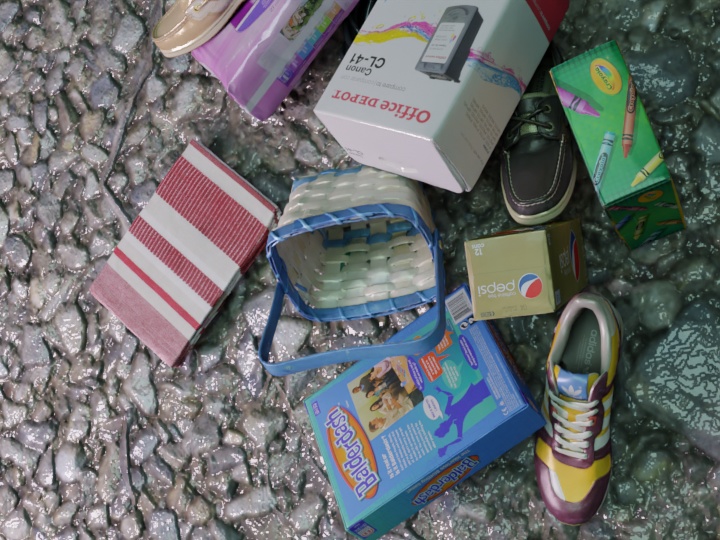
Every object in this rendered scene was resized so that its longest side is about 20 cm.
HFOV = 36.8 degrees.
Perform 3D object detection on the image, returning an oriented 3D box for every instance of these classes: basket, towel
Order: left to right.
[{"bbox_3d":[-0.185,-0.019,1.144,0.143,0.023,0.201,38,95,23],"label":"towel"},{"bbox_3d":[0.000,0.000,0.995,0.173,0.140,0.202,-8,44,20],"label":"basket"}]

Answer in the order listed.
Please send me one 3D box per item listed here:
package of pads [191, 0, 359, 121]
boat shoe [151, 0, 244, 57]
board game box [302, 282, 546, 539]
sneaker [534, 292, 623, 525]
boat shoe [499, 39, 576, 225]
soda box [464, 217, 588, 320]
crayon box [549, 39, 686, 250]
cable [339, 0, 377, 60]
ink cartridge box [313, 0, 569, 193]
[{"bbox_3d":[-0.079,-0.263,1.099,0.201,0.075,0.121,-52,42,7],"label":"package of pads"},{"bbox_3d":[-0.148,-0.291,1.076,0.199,0.069,0.075,-33,43,28],"label":"boat shoe"},{"bbox_3d":[0.052,0.129,0.991,0.199,0.045,0.153,-36,46,13],"label":"board game box"},{"bbox_3d":[0.186,0.120,0.946,0.074,0.090,0.204,3,83,21],"label":"sneaker"},{"bbox_3d":[0.153,-0.133,0.967,0.071,0.066,0.203,-8,49,24],"label":"boat shoe"},{"bbox_3d":[0.145,-0.005,0.918,0.066,0.200,0.065,-7,92,20],"label":"soda box"},{"bbox_3d":[0.220,-0.097,0.906,0.057,0.200,0.121,-22,74,16],"label":"crayon box"},{"bbox_3d":[0.069,-0.236,1.067,0.199,0.051,0.165,36,96,23],"label":"cable"},{"bbox_3d":[0.072,-0.187,0.957,0.146,0.086,0.202,19,73,39],"label":"ink cartridge box"}]
